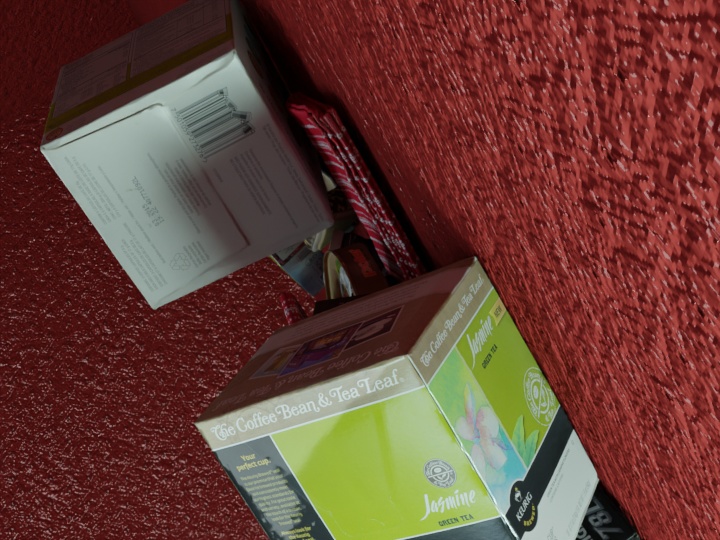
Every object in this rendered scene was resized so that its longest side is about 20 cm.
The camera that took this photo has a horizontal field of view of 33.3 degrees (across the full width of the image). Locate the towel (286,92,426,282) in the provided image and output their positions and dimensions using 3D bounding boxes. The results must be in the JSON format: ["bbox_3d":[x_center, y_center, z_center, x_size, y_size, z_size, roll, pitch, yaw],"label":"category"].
[{"bbox_3d":[-0.002,-0.066,1.075,0.201,0.022,0.145,59,176,-18],"label":"towel"}]

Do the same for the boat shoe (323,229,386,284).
[{"bbox_3d":[0.000,0.000,1.268,0.062,0.074,0.200,12,174,4],"label":"boat shoe"}]

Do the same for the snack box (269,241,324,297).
[{"bbox_3d":[-0.105,-0.050,1.453,0.142,0.053,0.200,47,178,14],"label":"snack box"}]

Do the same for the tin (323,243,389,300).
[{"bbox_3d":[0.003,0.063,1.117,0.201,0.041,0.112,86,157,-43],"label":"tin"}]

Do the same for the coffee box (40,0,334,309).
[{"bbox_3d":[-0.165,-0.125,1.174,0.201,0.198,0.198,61,-172,-31],"label":"coffee box"}]

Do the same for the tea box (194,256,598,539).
[{"bbox_3d":[0.028,0.128,0.857,0.198,0.199,0.134,59,-143,-15],"label":"tea box"}]

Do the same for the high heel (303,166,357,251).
[{"bbox_3d":[-0.066,-0.094,1.299,0.143,0.071,0.200,51,-176,2],"label":"high heel"}]

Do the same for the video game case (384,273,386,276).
[{"bbox_3d":[0.058,0.100,1.456,0.201,0.045,0.181,57,175,13],"label":"video game case"}]

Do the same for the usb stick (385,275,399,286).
[{"bbox_3d":[0.000,0.060,1.370,0.056,0.032,0.200,55,146,3],"label":"usb stick"}]

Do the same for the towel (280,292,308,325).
[{"bbox_3d":[-0.027,0.134,1.100,0.145,0.022,0.202,65,-175,-60],"label":"towel"}]

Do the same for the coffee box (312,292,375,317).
[{"bbox_3d":[0.039,0.115,1.024,0.080,0.113,0.201,-80,-27,-46],"label":"coffee box"}]

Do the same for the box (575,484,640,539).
[{"bbox_3d":[0.181,0.220,0.978,0.200,0.049,0.200,63,174,-37],"label":"box"}]
